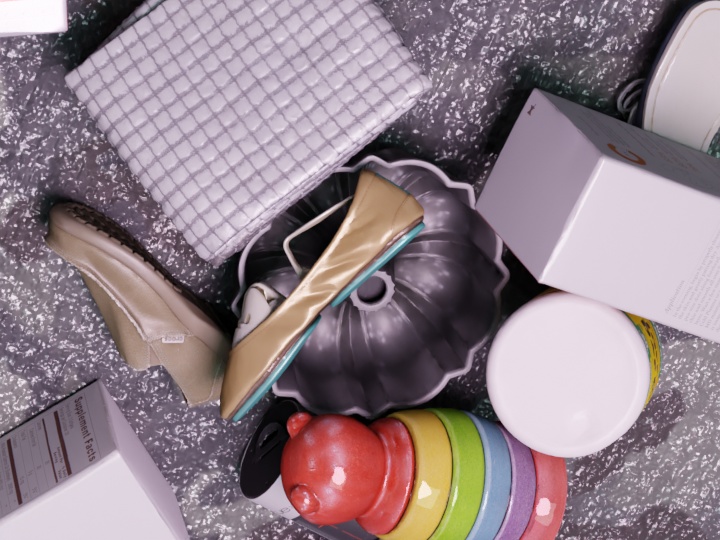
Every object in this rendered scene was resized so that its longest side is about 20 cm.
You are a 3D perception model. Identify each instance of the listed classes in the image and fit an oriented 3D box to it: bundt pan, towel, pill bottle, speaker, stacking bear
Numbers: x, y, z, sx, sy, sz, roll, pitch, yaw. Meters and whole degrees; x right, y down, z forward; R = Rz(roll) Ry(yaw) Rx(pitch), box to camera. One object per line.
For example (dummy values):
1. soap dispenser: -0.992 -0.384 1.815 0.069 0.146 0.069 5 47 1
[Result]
1. bundt pan: 0.000 0.000 1.756 0.200 0.076 0.203 -6 114 -12
2. towel: -0.071 -0.124 1.645 0.200 0.086 0.166 -38 82 0
3. pill bottle: 0.156 0.064 1.750 0.112 0.200 0.114 1 93 11
4. speaker: 0.010 0.171 1.836 0.199 0.081 0.081 29 104 -25
5. stacking bear: 0.035 0.148 1.744 0.199 0.122 0.114 10 156 -28

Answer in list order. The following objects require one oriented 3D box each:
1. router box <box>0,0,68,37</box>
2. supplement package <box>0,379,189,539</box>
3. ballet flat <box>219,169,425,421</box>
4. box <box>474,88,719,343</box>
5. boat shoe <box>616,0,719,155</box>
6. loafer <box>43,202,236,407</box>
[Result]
1. router box: -0.291 -0.236 1.586 0.198 0.049 0.181 -5 115 -12
2. supplement package: -0.234 0.193 1.759 0.199 0.117 0.117 -30 117 0
3. ballet flat: -0.040 0.014 1.685 0.063 0.069 0.200 44 96 1
4. box: 0.200 -0.031 1.694 0.199 0.124 0.098 19 108 -27
5. boat shoe: 0.224 -0.105 1.776 0.074 0.062 0.201 -2 117 -16
6. loafer: -0.152 0.030 1.730 0.067 0.076 0.200 -47 117 2
